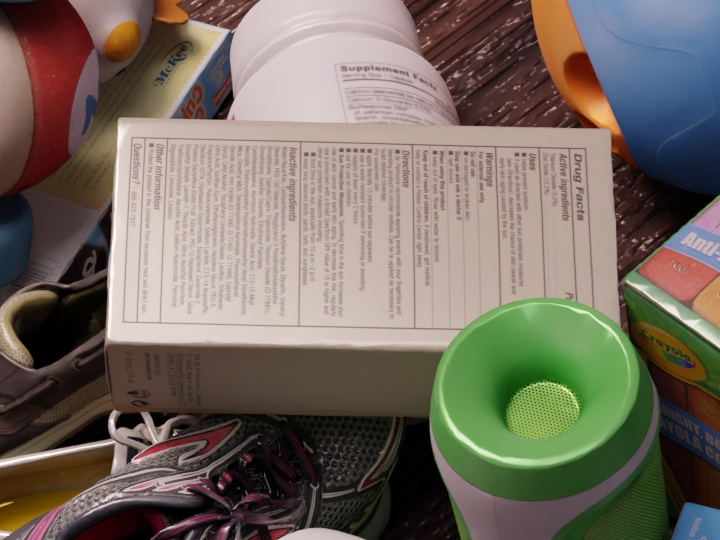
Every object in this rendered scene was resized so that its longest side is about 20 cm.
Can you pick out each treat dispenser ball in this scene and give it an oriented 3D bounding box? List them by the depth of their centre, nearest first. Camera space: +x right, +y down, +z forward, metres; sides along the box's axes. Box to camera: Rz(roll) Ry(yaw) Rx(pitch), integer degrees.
[{"bbox_3d":[0.177,-0.133,0.994,0.200,0.201,0.202,-7,51,8],"label":"treat dispenser ball"}]

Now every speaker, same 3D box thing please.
[{"bbox_3d":[0.079,0.099,0.833,0.088,0.200,0.089,-6,51,8],"label":"speaker"}]

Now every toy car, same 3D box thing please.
[{"bbox_3d":[-0.154,-0.121,1.066,0.199,0.185,0.177,-20,44,-41],"label":"toy car"}]

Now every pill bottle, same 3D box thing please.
[{"bbox_3d":[-0.003,-0.036,1.016,0.113,0.114,0.201,-13,50,2],"label":"pill bottle"}]

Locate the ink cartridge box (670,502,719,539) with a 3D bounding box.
[{"bbox_3d":[0.208,0.165,0.805,0.199,0.115,0.068,12,55,22],"label":"ink cartridge box"}]

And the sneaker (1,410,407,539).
[{"bbox_3d":[-0.058,0.100,0.875,0.200,0.075,0.081,-31,88,-27],"label":"sneaker"}]

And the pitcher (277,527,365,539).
[{"bbox_3d":[-0.001,0.214,0.827,0.171,0.121,0.200,-42,65,-1],"label":"pitcher"}]

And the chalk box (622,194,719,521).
[{"bbox_3d":[0.190,0.032,0.860,0.124,0.200,0.125,-39,54,-18],"label":"chalk box"}]

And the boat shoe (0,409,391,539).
[{"bbox_3d":[-0.090,0.095,0.950,0.201,0.086,0.075,-5,51,10],"label":"boat shoe"}]

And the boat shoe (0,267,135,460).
[{"bbox_3d":[-0.138,0.036,0.979,0.200,0.066,0.072,-20,37,32],"label":"boat shoe"}]

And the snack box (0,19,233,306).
[{"bbox_3d":[-0.158,-0.057,1.118,0.116,0.037,0.200,17,58,24],"label":"snack box"}]

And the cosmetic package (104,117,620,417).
[{"bbox_3d":[0.000,0.000,0.872,0.199,0.073,0.104,3,64,-3],"label":"cosmetic package"}]
